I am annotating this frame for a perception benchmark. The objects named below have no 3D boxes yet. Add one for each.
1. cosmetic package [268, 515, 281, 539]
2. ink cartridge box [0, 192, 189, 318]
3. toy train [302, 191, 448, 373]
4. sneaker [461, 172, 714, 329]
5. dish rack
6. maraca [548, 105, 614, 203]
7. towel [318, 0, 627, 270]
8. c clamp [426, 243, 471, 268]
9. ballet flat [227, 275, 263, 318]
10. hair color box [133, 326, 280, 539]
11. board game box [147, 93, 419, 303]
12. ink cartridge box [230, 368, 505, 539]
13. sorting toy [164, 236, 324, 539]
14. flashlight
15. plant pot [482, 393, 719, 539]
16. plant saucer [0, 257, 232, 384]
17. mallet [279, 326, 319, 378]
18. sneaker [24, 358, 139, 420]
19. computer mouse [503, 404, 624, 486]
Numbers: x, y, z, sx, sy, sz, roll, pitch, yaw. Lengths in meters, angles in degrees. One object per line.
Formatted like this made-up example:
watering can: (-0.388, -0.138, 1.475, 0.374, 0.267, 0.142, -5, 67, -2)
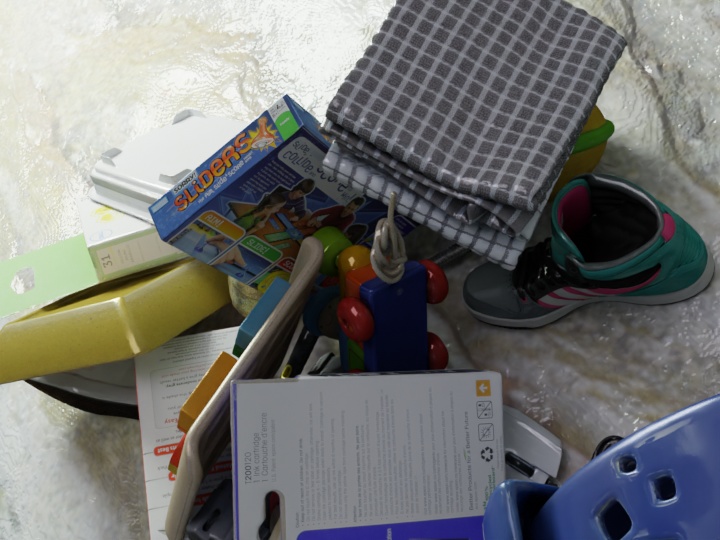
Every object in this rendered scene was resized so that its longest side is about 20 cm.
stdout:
cosmetic package: (-0.020, 0.225, 0.761, 0.071, 0.105, 0.201, 15, 71, 36)
ink cartridge box: (-0.271, -0.030, 1.028, 0.199, 0.048, 0.146, -17, 27, -12)
toy train: (0.000, 0.000, 0.770, 0.084, 0.201, 0.116, -26, 42, -25)
sneaker: (0.153, -0.013, 0.775, 0.199, 0.121, 0.084, -12, 58, 26)
dish rack: (-0.175, -0.113, 1.038, 0.171, 0.044, 0.200, -36, 34, -29)
maraca: (0.112, -0.099, 0.832, 0.199, 0.107, 0.137, -17, 13, -25)
towel: (0.081, -0.125, 0.725, 0.165, 0.086, 0.200, 29, 63, 3)
c clamp: (0.049, -0.016, 0.912, 0.200, 0.027, 0.171, -34, 45, 13)
ballet flat: (-0.100, -0.025, 0.981, 0.071, 0.071, 0.200, -30, 34, 15)
hair color box: (-0.128, 0.151, 0.873, 0.110, 0.064, 0.201, -9, 52, -7)
board game box: (-0.050, -0.042, 0.802, 0.135, 0.200, 0.035, -37, 59, 12)
ink cartridge box: (0.006, 0.168, 0.692, 0.043, 0.199, 0.199, 165, 105, -66)
sorting toy: (-0.095, 0.089, 0.766, 0.036, 0.185, 0.200, 27, 58, 1)
flashlight: (-0.055, 0.152, 0.802, 0.068, 0.068, 0.200, 29, 51, 10)
plant pot: (0.188, 0.197, 0.575, 0.179, 0.200, 0.201, -23, 63, 29)
plant saucer: (-0.228, 0.039, 0.956, 0.199, 0.200, 0.049, -12, 101, 26)
mallet: (-0.031, 0.012, 0.913, 0.066, 0.041, 0.200, 25, 82, 43)
sneaker: (-0.247, 0.095, 1.011, 0.199, 0.073, 0.085, 7, 64, 23)
computer mouse: (0.108, 0.142, 0.766, 0.200, 0.044, 0.110, 24, 79, 40)
